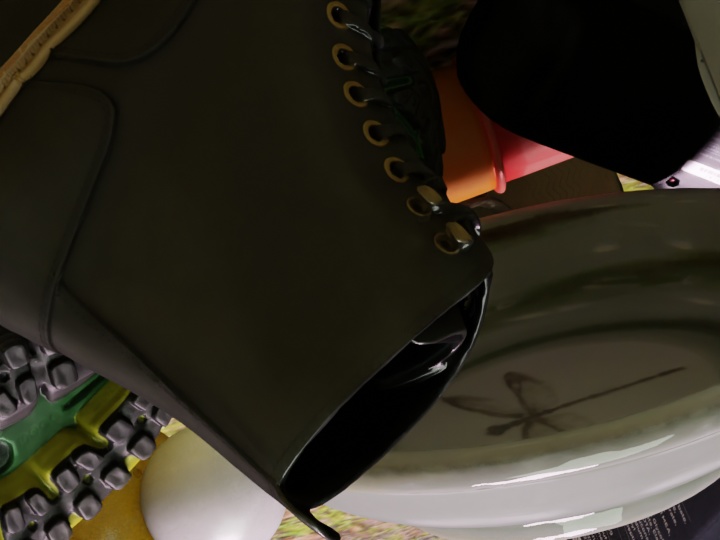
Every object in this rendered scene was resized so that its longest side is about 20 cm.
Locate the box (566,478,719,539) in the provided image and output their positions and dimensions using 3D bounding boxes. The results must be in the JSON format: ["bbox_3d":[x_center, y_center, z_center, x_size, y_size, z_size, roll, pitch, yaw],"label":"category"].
[{"bbox_3d":[0.204,0.055,1.118,0.199,0.125,0.197,-11,156,-19],"label":"box"}]

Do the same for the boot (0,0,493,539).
[{"bbox_3d":[0.001,-0.049,0.574,0.200,0.138,0.077,-53,155,-4],"label":"boot"}]

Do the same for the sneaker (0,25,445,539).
[{"bbox_3d":[-0.063,-0.007,0.702,0.200,0.085,0.078,-36,124,-13],"label":"sneaker"}]

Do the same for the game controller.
[{"bbox_3d":[0.131,-0.058,0.787,0.199,0.042,0.104,20,138,-18],"label":"game controller"}]

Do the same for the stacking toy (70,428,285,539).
[{"bbox_3d":[-0.101,0.095,0.901,0.145,0.147,0.199,3,157,-44],"label":"stacking toy"}]

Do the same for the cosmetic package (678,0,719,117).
[{"bbox_3d":[0.177,-0.092,0.634,0.081,0.114,0.200,2,153,-41],"label":"cosmetic package"}]

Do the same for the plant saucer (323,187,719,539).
[{"bbox_3d":[0.055,0.033,0.726,0.199,0.051,0.200,-13,-162,4],"label":"plant saucer"}]

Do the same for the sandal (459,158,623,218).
[{"bbox_3d":[-0.001,0.001,0.886,0.200,0.080,0.058,-16,145,-6],"label":"sandal"}]

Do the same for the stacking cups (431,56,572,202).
[{"bbox_3d":[-0.018,-0.032,0.826,0.199,0.061,0.061,-22,159,-5],"label":"stacking cups"}]
